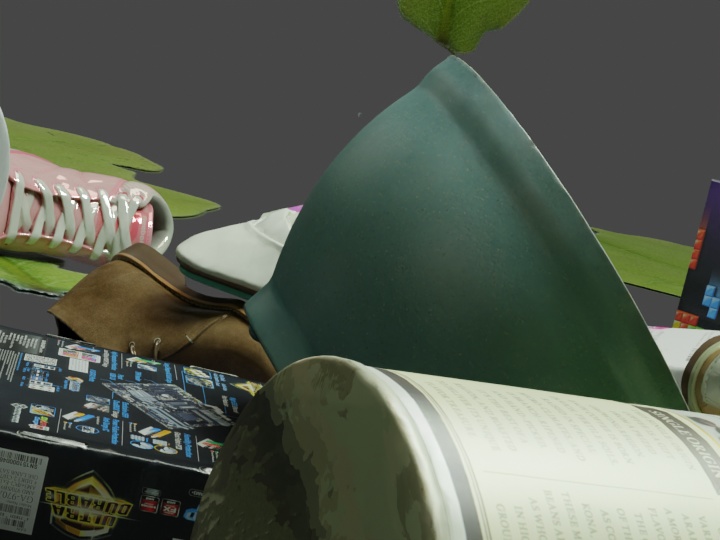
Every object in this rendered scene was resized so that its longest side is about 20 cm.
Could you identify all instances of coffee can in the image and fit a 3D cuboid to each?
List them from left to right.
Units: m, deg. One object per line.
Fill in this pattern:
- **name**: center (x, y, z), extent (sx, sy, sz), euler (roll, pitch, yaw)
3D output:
- **coffee can**: center (0.069, 0.106, 0.468), extent (0.198, 0.148, 0.146), euler (10, 8, -26)

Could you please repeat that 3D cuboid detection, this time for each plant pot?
- **plant pot**: center (0.035, 0.031, 0.783), extent (0.201, 0.134, 0.200), euler (58, -1, 2)

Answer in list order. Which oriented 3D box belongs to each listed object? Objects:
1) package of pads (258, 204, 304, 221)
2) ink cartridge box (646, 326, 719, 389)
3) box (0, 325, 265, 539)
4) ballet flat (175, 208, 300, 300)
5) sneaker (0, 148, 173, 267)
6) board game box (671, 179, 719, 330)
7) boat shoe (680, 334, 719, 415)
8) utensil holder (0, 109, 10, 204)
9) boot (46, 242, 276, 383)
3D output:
- **package of pads**: center (0.004, -0.007, 1.552), extent (0.153, 0.069, 0.200), euler (14, 8, 9)
- **ink cartridge box**: center (0.153, 0.074, 1.083), extent (0.198, 0.069, 0.115), euler (3, 9, 18)
- **box**: center (-0.099, 0.076, 0.797), extent (0.157, 0.046, 0.200), euler (13, 7, -9)
- **ballet flat**: center (0.000, 0.000, 1.016), extent (0.198, 0.070, 0.069), euler (19, 6, -5)
- **sneaker**: center (-0.217, -0.044, 1.389), extent (0.104, 0.076, 0.200), euler (11, 1, 31)
- **board game box**: center (0.376, 0.024, 1.611), extent (0.056, 0.167, 0.199), euler (6, 9, -45)
- **boat shoe**: center (0.257, 0.109, 0.968), extent (0.199, 0.072, 0.076), euler (31, 0, -13)
- **utensil holder**: center (-0.330, -0.088, 1.165), extent (0.169, 0.172, 0.200), euler (8, 10, -35)
- **boot**: center (-0.097, 0.051, 1.013), extent (0.075, 0.074, 0.199), euler (-29, 37, -32)
